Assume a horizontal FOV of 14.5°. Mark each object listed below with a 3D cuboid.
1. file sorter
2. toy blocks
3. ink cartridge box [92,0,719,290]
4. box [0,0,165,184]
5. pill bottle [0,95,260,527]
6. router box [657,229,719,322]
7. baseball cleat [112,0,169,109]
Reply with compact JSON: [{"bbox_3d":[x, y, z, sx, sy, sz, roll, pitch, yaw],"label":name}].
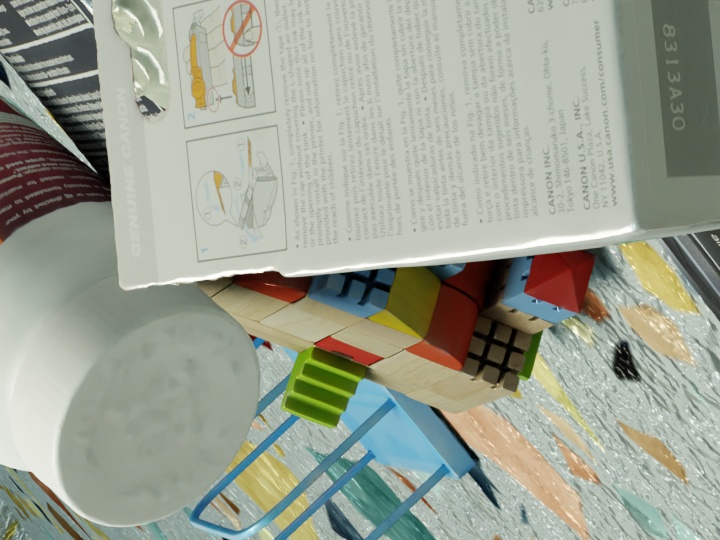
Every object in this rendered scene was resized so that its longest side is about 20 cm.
[{"bbox_3d":[-0.064,0.064,1.506,0.200,0.123,0.139,51,167,-12],"label":"file sorter"},{"bbox_3d":[0.000,0.000,1.128,0.199,0.101,0.137,21,165,-13],"label":"toy blocks"},{"bbox_3d":[0.006,-0.081,0.744,0.199,0.050,0.162,-7,88,48],"label":"ink cartridge box"},{"bbox_3d":[-0.086,-0.138,1.019,0.199,0.123,0.200,49,167,-13],"label":"box"},{"bbox_3d":[-0.130,0.009,1.088,0.200,0.109,0.110,37,163,43],"label":"pill bottle"},{"bbox_3d":[0.127,-0.034,0.802,0.200,0.052,0.157,51,165,-12],"label":"router box"},{"bbox_3d":[0.001,-0.104,0.851,0.070,0.106,0.200,53,144,-13],"label":"baseball cleat"}]
